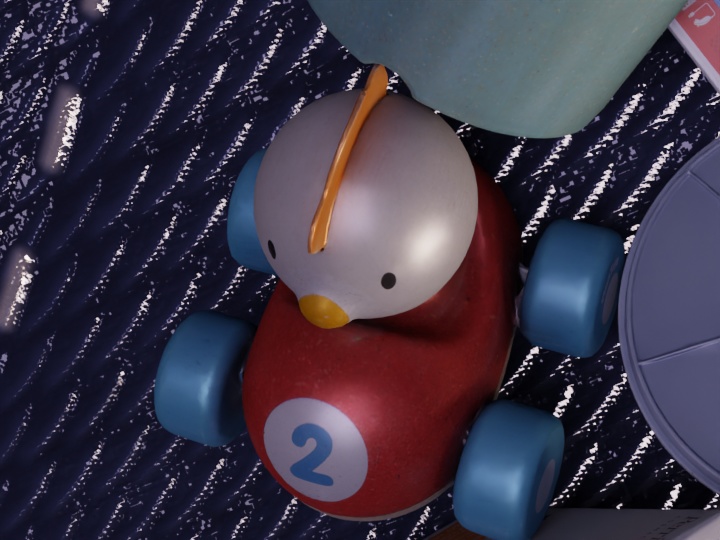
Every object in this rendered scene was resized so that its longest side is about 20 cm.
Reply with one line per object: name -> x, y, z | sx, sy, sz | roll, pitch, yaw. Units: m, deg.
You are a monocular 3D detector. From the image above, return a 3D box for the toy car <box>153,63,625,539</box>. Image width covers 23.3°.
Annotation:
toy car -> 0.000, 0.000, 0.746 | 0.183, 0.200, 0.178 | 15, 70, 19

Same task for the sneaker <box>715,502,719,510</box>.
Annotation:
sneaker -> 0.214, 0.085, 0.804 | 0.073, 0.085, 0.201 | 34, 89, 28

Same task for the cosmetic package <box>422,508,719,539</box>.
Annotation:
cosmetic package -> 0.078, 0.157, 0.775 | 0.200, 0.101, 0.072 | -14, 100, 61

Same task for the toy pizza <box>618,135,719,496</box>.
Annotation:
toy pizza -> 0.213, 0.018, 0.765 | 0.199, 0.032, 0.202 | -7, 66, 16

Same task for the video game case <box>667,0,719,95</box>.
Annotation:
video game case -> 0.243, -0.116, 0.719 | 0.200, 0.017, 0.143 | -39, 89, 17

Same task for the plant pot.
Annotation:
plant pot -> 0.078, -0.173, 0.689 | 0.200, 0.200, 0.197 | 35, 125, 6
